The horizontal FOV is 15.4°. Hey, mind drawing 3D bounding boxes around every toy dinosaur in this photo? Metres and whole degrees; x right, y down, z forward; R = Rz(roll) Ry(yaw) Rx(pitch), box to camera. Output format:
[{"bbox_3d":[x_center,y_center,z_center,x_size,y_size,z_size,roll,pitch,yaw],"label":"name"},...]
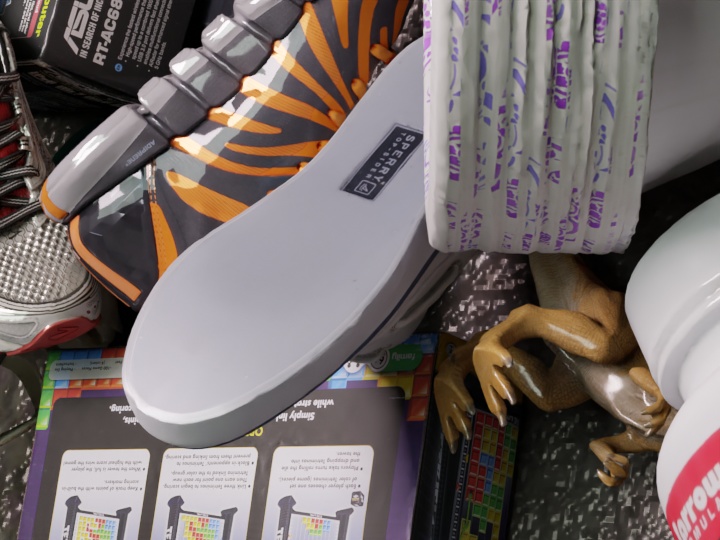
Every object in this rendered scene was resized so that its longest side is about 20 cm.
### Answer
[{"bbox_3d":[0.077,0.021,0.910,0.200,0.106,0.061,57,149,37],"label":"toy dinosaur"}]

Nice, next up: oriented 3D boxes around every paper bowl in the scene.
[{"bbox_3d":[0.070,-0.105,0.814,0.104,0.201,0.201,1,69,-1],"label":"paper bowl"}]

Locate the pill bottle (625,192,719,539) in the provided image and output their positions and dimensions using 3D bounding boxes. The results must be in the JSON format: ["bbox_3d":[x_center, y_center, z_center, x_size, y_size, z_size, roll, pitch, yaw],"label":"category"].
[{"bbox_3d":[0.153,0.074,0.764,0.120,0.119,0.200,-39,55,24],"label":"pill bottle"}]

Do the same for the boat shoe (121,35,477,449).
[{"bbox_3d":[0.000,0.000,0.905,0.073,0.065,0.200,28,58,33],"label":"boat shoe"}]

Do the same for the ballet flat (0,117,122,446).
[{"bbox_3d":[-0.143,0.024,1.080,0.068,0.068,0.200,-23,23,54],"label":"ballet flat"}]

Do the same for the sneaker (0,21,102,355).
[{"bbox_3d":[-0.161,-0.052,1.029,0.200,0.078,0.082,56,150,24],"label":"sneaker"}]

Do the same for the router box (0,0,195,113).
[{"bbox_3d":[-0.114,-0.167,1.124,0.150,0.062,0.201,4,77,58],"label":"router box"}]

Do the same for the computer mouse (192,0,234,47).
[{"bbox_3d":[-0.053,-0.080,1.082,0.059,0.034,0.201,21,94,59],"label":"computer mouse"}]

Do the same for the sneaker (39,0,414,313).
[{"bbox_3d":[-0.012,-0.052,0.985,0.200,0.078,0.112,-42,91,9],"label":"sneaker"}]

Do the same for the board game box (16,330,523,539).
[{"bbox_3d":[-0.041,0.110,0.976,0.200,0.057,0.166,-3,74,41],"label":"board game box"}]
